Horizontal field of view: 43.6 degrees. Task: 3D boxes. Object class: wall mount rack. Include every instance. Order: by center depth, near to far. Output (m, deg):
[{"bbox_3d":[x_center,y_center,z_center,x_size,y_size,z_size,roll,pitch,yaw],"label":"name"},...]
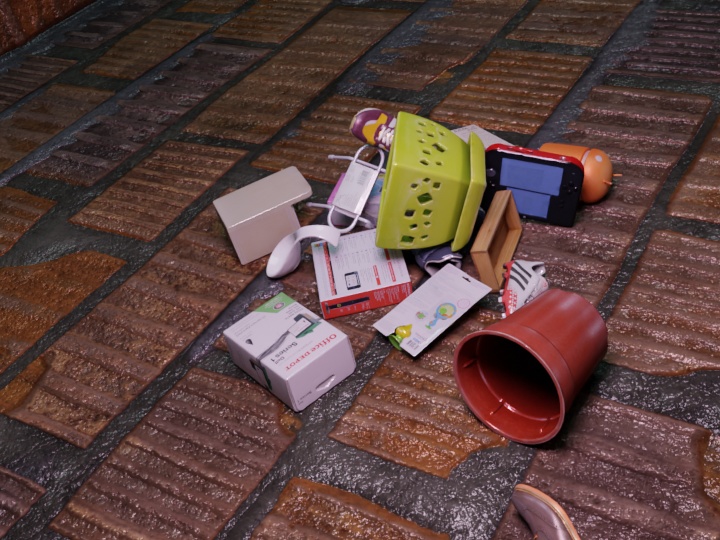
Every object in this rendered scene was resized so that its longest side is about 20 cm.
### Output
[{"bbox_3d":[-0.026,-0.172,1.892,0.173,0.075,0.200,22,82,20],"label":"wall mount rack"}]

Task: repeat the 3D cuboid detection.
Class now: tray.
[{"bbox_3d":[0.266,-0.059,1.751,0.037,0.099,0.200,-4,36,28],"label":"tray"}]

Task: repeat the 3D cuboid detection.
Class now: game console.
[{"bbox_3d":[0.334,-0.166,1.782,0.199,0.177,0.031,13,48,13],"label":"game console"}]

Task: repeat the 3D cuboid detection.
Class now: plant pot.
[{"bbox_3d":[0.285,0.138,1.435,0.200,0.201,0.195,21,39,36],"label":"plant pot"},{"bbox_3d":[0.136,-0.160,1.716,0.181,0.199,0.200,9,40,-2],"label":"plant pot"}]

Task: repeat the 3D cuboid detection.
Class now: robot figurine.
[{"bbox_3d":[0.437,-0.204,1.878,0.199,0.144,0.117,12,70,29],"label":"robot figurine"}]

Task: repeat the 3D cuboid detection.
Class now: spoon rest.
[{"bbox_3d":[-0.129,-0.046,1.824,0.200,0.061,0.100,-25,41,41],"label":"spoon rest"}]

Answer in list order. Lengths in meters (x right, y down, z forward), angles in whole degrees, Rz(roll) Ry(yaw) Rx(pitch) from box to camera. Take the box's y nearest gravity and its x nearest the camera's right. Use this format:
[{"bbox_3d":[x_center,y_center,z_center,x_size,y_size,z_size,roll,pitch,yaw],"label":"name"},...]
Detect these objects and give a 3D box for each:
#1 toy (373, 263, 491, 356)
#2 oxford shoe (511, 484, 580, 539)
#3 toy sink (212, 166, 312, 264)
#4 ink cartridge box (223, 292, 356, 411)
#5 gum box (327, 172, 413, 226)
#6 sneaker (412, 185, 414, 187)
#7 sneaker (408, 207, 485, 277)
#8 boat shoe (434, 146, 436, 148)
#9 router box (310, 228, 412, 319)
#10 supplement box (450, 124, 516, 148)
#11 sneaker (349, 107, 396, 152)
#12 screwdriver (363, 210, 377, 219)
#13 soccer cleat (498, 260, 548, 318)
[{"bbox_3d":[0.134,0.080,1.656,0.200,0.047,0.115,-36,46,-23],"label":"toy"},{"bbox_3d":[0.259,0.372,1.226,0.073,0.071,0.200,-30,40,-14],"label":"oxford shoe"},{"bbox_3d":[-0.198,-0.118,1.955,0.200,0.112,0.130,-26,39,-9],"label":"toy sink"},{"bbox_3d":[-0.127,0.143,1.618,0.146,0.085,0.200,-35,42,-26],"label":"ink cartridge box"},{"bbox_3d":[0.031,-0.156,1.972,0.199,0.066,0.114,3,40,19],"label":"gum box"},{"bbox_3d":[0.146,-0.185,1.890,0.200,0.079,0.078,49,44,12],"label":"sneaker"},{"bbox_3d":[0.190,-0.053,1.794,0.202,0.077,0.146,-17,46,-22],"label":"sneaker"},{"bbox_3d":[0.193,-0.229,1.908,0.072,0.065,0.200,-15,43,-36],"label":"boat shoe"},{"bbox_3d":[0.000,0.000,1.795,0.179,0.049,0.200,-12,37,0],"label":"router box"},{"bbox_3d":[0.274,-0.217,1.926,0.073,0.126,0.200,-19,37,-26],"label":"supplement box"},{"bbox_3d":[0.070,-0.273,1.839,0.200,0.075,0.090,9,24,-41],"label":"sneaker"},{"bbox_3d":[0.052,-0.105,1.894,0.200,0.028,0.029,32,55,23],"label":"screwdriver"},{"bbox_3d":[0.299,0.045,1.638,0.085,0.069,0.200,-6,33,15],"label":"soccer cleat"}]
